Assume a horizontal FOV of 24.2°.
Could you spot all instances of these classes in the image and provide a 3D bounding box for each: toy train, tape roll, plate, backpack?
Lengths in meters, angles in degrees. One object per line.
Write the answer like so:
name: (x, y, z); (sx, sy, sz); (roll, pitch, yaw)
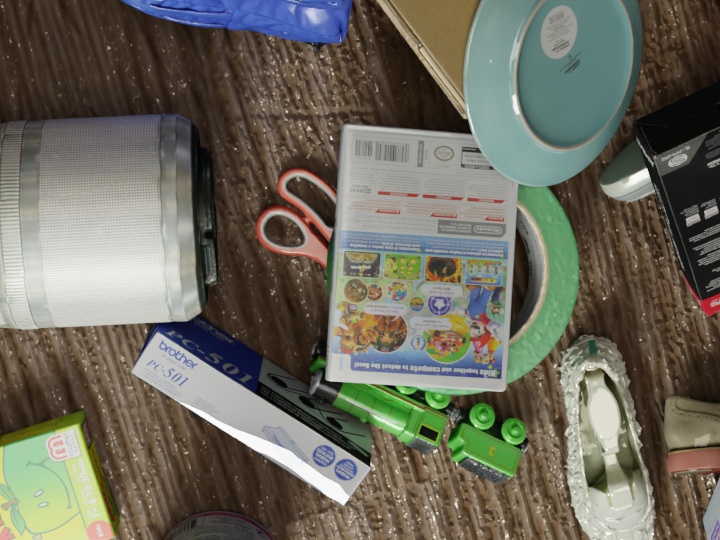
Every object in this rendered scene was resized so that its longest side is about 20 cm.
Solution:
toy train: (0.045, 0.117, 1.381); (0.200, 0.042, 0.056); (25, 67, -7)
tape roll: (0.074, 0.000, 1.349); (0.200, 0.048, 0.201); (0, 88, -9)
plate: (0.159, -0.161, 1.304); (0.200, 0.026, 0.201); (-15, 114, -37)
backpack: (-0.098, -0.264, 1.252); (0.200, 0.168, 0.163); (10, 92, -5)

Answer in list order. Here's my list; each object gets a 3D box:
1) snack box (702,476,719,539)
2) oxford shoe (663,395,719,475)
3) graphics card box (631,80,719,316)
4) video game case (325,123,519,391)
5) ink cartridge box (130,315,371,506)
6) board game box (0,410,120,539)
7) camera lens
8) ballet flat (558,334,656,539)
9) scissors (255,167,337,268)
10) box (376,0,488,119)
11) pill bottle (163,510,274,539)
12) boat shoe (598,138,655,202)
snack box: (0.362, 0.175, 1.346); (0.142, 0.200, 0.053); (-7, 59, -4)
oxford shoe: (0.349, 0.124, 1.397); (0.200, 0.070, 0.075); (-4, 78, -13)
graphics card box: (0.299, -0.063, 1.319); (0.125, 0.051, 0.200); (-25, 136, 5)
video game case: (0.049, -0.010, 1.312); (0.143, 0.018, 0.200); (4, 87, -9)
ink cartridge box: (-0.084, 0.105, 1.349); (0.200, 0.094, 0.044); (33, 103, -8)
board game box: (-0.309, 0.195, 1.373); (0.200, 0.048, 0.102); (-17, 100, -1)
camera lens: (-0.212, -0.037, 1.287); (0.200, 0.160, 0.160); (-3, 99, -3)
ballet flat: (0.203, 0.154, 1.392); (0.072, 0.072, 0.200); (-14, 100, -1)
scissors: (0.000, 0.000, 1.366); (0.200, 0.014, 0.073); (41, 89, 1)
box: (0.101, -0.240, 1.266); (0.200, 0.021, 0.164); (-52, 126, -16)
pill bottle: (-0.113, 0.270, 1.320); (0.113, 0.200, 0.114); (-1, 99, -3)
boat shoe: (0.293, -0.099, 1.356); (0.201, 0.070, 0.072); (-29, 109, 6)
